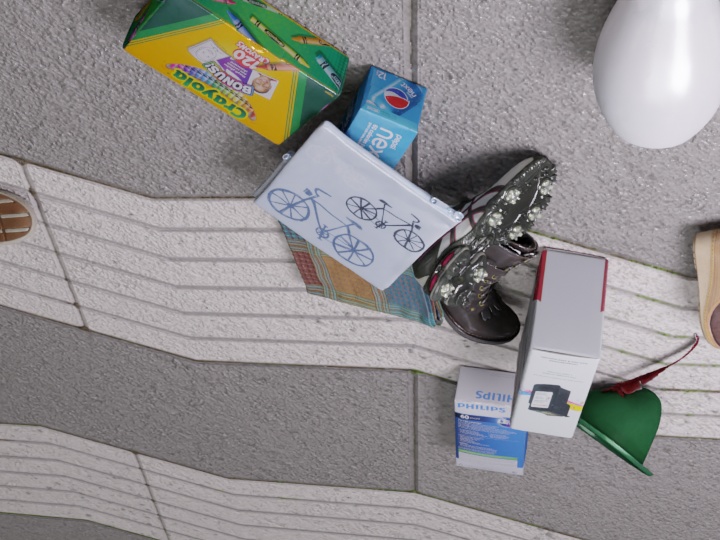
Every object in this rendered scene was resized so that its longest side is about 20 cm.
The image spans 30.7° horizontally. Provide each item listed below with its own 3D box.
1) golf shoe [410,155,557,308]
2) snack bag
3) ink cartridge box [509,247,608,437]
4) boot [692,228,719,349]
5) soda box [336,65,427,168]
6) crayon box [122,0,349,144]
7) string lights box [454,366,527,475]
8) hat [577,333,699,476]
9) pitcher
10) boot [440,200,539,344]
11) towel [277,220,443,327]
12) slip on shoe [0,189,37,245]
[{"bbox_3d":[0.129,-0.057,1.438,0.200,0.088,0.077,-49,138,7],"label":"golf shoe"},{"bbox_3d":[-0.008,-0.071,1.427,0.189,0.021,0.200,35,145,-8],"label":"snack bag"},{"bbox_3d":[0.240,0.091,1.592,0.083,0.146,0.200,9,147,4],"label":"ink cartridge box"},{"bbox_3d":[0.467,0.025,1.473,0.166,0.072,0.200,1,141,23],"label":"boot"},{"bbox_3d":[0.002,-0.131,1.430,0.068,0.064,0.200,21,145,-10],"label":"soda box"},{"bbox_3d":[-0.127,-0.223,1.347,0.200,0.058,0.119,30,143,-22],"label":"crayon box"},{"bbox_3d":[0.189,0.218,1.873,0.103,0.059,0.200,7,146,9],"label":"string lights box"},{"bbox_3d":[0.377,0.161,1.760,0.166,0.176,0.200,37,178,-34],"label":"hat"},{"bbox_3d":[0.297,-0.213,1.169,0.171,0.121,0.200,-4,134,0],"label":"pitcher"},{"bbox_3d":[0.154,0.007,1.569,0.200,0.069,0.174,31,144,-20],"label":"boot"},{"bbox_3d":[0.000,0.000,1.602,0.200,0.022,0.147,12,141,31],"label":"towel"},{"bbox_3d":[-0.516,-0.070,1.722,0.200,0.076,0.061,-2,-176,10],"label":"slip on shoe"}]
